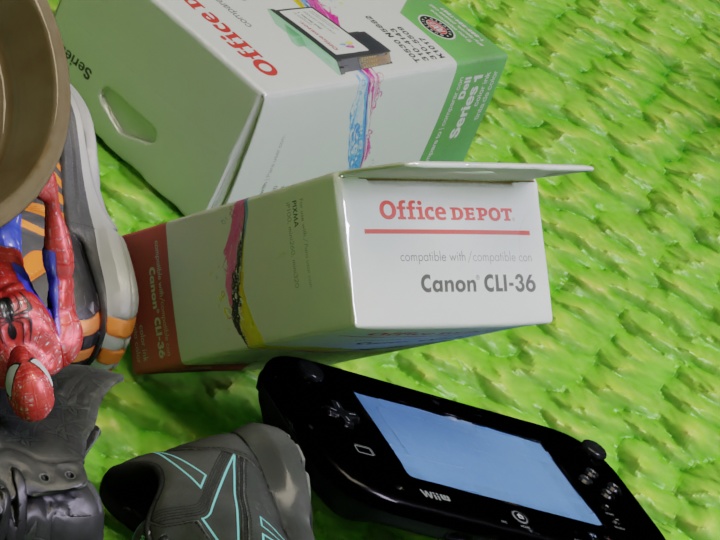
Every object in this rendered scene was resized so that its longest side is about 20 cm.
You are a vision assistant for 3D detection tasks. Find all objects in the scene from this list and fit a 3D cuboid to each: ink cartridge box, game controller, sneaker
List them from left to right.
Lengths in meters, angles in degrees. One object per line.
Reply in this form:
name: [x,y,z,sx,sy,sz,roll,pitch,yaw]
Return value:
sneaker: [-0.175,-0.035,1.325,0.111,0.078,0.200,9,32,-30]
sneaker: [-0.144,0.093,1.149,0.103,0.060,0.200,13,26,-12]
sneaker: [-0.046,0.131,1.169,0.079,0.076,0.200,1,26,-21]
ink cartridge box: [-0.045,-0.107,1.544,0.145,0.084,0.199,41,32,27]
ink cartridge box: [0.000,0.000,1.291,0.116,0.199,0.068,-2,82,-39]
game controller: [0.047,0.088,1.295,0.199,0.042,0.104,16,15,-35]

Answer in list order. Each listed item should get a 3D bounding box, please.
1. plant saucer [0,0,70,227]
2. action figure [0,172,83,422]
plant saucer: [-0.201,-0.089,1.118,0.199,0.029,0.201,21,49,-26]
action figure: [-0.156,-0.030,1.197,0.065,0.099,0.201,-14,49,-13]
